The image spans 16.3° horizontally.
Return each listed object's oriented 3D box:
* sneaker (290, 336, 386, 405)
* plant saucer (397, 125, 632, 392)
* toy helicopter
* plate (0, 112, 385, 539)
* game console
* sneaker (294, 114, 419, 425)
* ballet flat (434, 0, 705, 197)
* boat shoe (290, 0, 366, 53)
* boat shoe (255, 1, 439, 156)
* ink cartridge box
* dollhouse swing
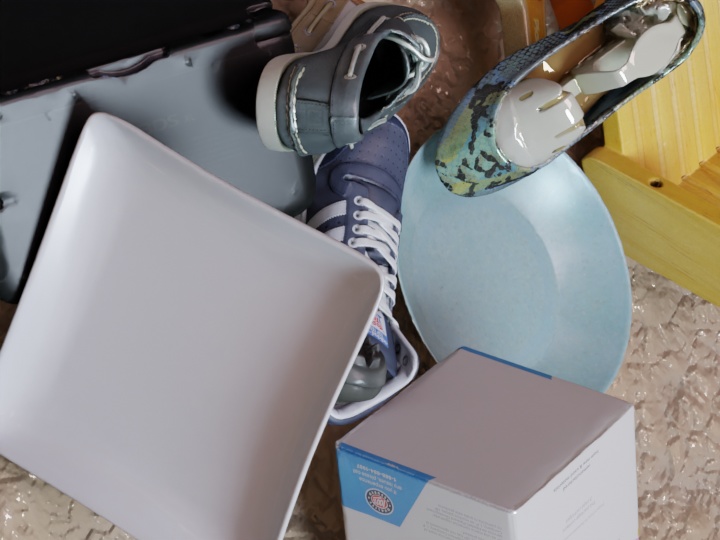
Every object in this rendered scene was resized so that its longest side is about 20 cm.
[{"bbox_3d":[-0.058,0.068,1.392,0.066,0.199,0.091,7,91,-41],"label":"sneaker"},{"bbox_3d":[0.088,0.004,1.598,0.200,0.039,0.202,15,65,-35],"label":"plant saucer"},{"bbox_3d":[0.107,-0.176,1.623,0.132,0.078,0.202,7,77,-59],"label":"toy helicopter"},{"bbox_3d":[-0.094,0.045,1.333,0.032,0.199,0.201,-8,123,-61],"label":"plate"},{"bbox_3d":[-0.145,-0.100,1.415,0.199,0.116,0.177,-18,114,-20],"label":"game console"},{"bbox_3d":[0.000,0.000,1.468,0.070,0.108,0.201,29,80,-31],"label":"sneaker"},{"bbox_3d":[0.132,-0.115,1.553,0.200,0.074,0.074,-40,106,-13],"label":"ballet flat"},{"bbox_3d":[-0.058,-0.094,1.501,0.068,0.075,0.200,44,59,5],"label":"boat shoe"},{"bbox_3d":[0.010,-0.107,1.425,0.200,0.061,0.073,-32,123,-60],"label":"boat shoe"},{"bbox_3d":[0.079,0.172,1.471,0.125,0.128,0.201,-36,132,-41],"label":"ink cartridge box"},{"bbox_3d":[0.261,-0.113,1.667,0.200,0.181,0.177,-37,144,-36],"label":"dollhouse swing"}]
